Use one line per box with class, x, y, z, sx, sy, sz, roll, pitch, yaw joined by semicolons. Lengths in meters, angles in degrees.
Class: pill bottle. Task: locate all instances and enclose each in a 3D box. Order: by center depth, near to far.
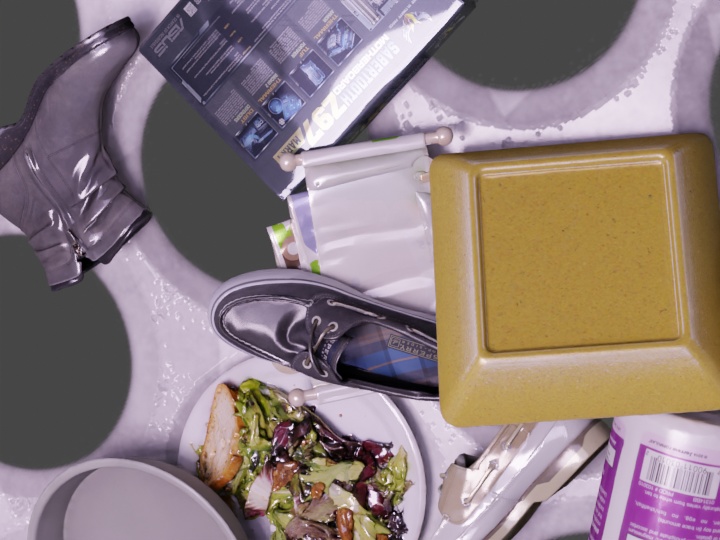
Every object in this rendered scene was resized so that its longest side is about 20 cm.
pill bottle;0.214;0.187;1.336;0.111;0.112;0.202;14;103;15

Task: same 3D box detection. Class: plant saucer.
plant saucer;0.146;-0.003;1.297;0.198;0.049;0.202;-5;68;7

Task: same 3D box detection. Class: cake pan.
cake pan;-0.162;0.229;1.482;0.199;0.037;0.202;9;113;22

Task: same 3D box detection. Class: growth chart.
growth chart;0.000;0.000;1.392;0.143;0.018;0.202;-4;107;0

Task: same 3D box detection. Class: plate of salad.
plate of salad;-0.049;0.161;1.449;0.198;0.048;0.202;3;99;17

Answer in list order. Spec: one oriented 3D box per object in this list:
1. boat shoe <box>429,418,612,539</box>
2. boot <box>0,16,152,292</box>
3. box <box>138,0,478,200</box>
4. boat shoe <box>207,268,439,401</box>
boat shoe;0.092;0.161;1.397;0.200;0.075;0.068;-46;78;12
boot;-0.198;-0.085;1.453;0.132;0.070;0.200;48;122;3
box;-0.038;-0.175;1.390;0.158;0.051;0.200;45;108;6
boat shoe;-0.011;0.053;1.365;0.199;0.066;0.070;17;107;-6
